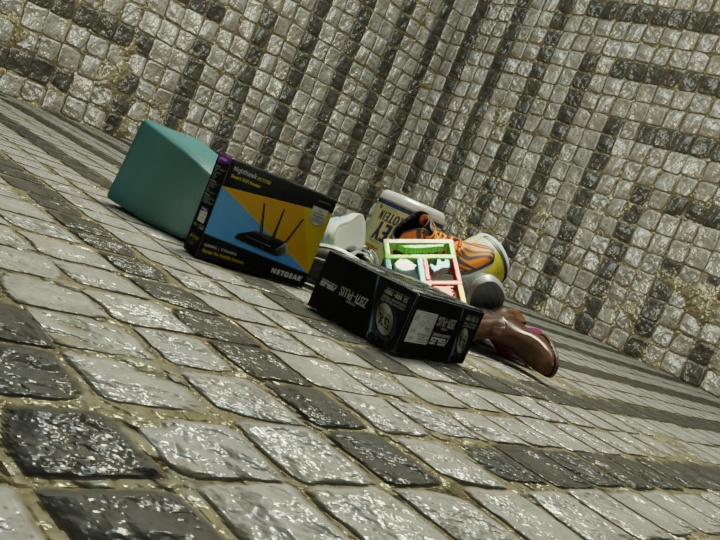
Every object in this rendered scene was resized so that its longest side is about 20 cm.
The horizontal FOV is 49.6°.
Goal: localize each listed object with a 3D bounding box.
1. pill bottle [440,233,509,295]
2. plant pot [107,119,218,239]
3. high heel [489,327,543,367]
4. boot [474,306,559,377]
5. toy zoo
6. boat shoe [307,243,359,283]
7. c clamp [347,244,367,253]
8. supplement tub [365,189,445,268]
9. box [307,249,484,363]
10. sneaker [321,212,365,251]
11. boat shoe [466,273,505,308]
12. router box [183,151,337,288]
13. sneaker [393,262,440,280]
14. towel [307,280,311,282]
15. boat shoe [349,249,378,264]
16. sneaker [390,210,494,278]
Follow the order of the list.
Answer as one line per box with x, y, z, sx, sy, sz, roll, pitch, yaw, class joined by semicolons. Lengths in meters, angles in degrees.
0.190;0.013;1.546;0.199;0.113;0.112;-27;32;-25;pill bottle
-0.268;-0.121;1.250;0.199;0.142;0.141;34;10;26;plant pot
0.299;0.126;1.513;0.096;0.068;0.200;34;10;7;high heel
0.218;0.116;1.336;0.198;0.065;0.187;8;24;-28;boot
0.110;0.025;1.339;0.130;0.021;0.201;0;48;-7;toy zoo
-0.023;0.015;1.261;0.199;0.072;0.061;19;43;1;boat shoe
-0.086;-0.048;1.544;0.198;0.027;0.171;1;5;-6;c clamp
0.073;-0.048;1.591;0.144;0.202;0.145;22;5;-2;supplement tub
0.054;0.054;1.104;0.163;0.087;0.199;27;6;35;box
-0.048;-0.071;1.421;0.081;0.075;0.200;8;6;18;sneaker
0.230;0.055;1.462;0.201;0.073;0.067;73;3;-54;boat shoe
-0.146;-0.071;1.159;0.199;0.150;0.051;18;6;-41;router box
0.141;0.046;1.420;0.199;0.116;0.074;23;3;-13;sneaker
-0.154;-0.069;1.344;0.146;0.022;0.201;18;34;-45;towel
-0.001;-0.002;1.393;0.064;0.075;0.202;-21;-10;20;boat shoe
0.150;-0.050;1.449;0.198;0.113;0.078;-1;41;9;sneaker
